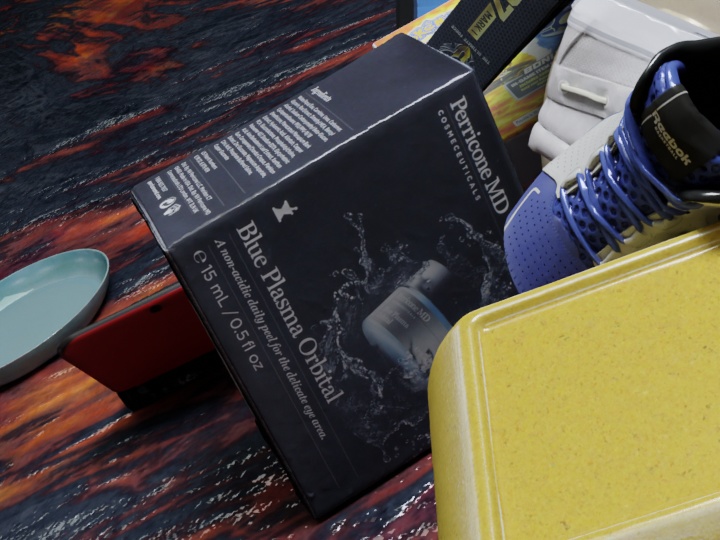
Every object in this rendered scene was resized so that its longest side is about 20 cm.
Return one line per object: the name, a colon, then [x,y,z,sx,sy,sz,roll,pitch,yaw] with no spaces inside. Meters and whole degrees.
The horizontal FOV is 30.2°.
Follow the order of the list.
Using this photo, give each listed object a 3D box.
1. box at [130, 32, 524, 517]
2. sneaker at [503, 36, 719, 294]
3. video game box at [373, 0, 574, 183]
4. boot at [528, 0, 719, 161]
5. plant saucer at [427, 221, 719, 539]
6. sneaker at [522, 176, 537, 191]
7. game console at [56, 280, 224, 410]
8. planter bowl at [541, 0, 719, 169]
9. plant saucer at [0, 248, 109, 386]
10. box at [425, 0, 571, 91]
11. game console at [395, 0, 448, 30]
box: [0.000,0.000,0.797,0.198,0.198,0.117,-31,26,-8]
sneaker: [0.128,-0.050,0.561,0.199,0.081,0.115,-34,-15,32]
video game box: [0.131,-0.156,0.959,0.198,0.047,0.183,-30,39,-4]
boot: [0.175,-0.057,0.642,0.199,0.097,0.073,32,23,31]
plant saucer: [0.111,0.051,0.474,0.198,0.049,0.201,-20,32,12]
sneaker: [0.144,-0.122,1.021,0.103,0.076,0.201,-6,37,28]
game console: [-0.111,0.006,0.980,0.198,0.119,0.173,-24,35,5]
planter bowl: [0.184,-0.057,0.763,0.199,0.199,0.136,18,77,56]
plant saucer: [-0.309,0.050,1.208,0.198,0.028,0.201,-22,27,12]
box: [0.135,-0.209,0.825,0.158,0.051,0.200,-47,0,44]
game console: [0.068,-0.180,1.156,0.199,0.119,0.171,5,40,50]
